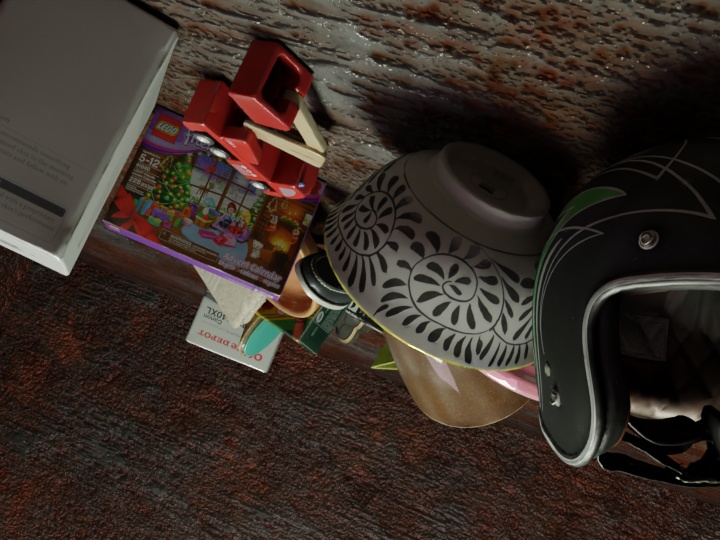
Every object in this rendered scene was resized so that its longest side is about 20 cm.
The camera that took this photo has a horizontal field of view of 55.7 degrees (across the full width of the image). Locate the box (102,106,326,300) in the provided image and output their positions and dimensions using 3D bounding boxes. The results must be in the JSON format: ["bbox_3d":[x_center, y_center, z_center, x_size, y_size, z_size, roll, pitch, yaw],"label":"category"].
[{"bbox_3d":[-0.153,-0.070,0.734,0.198,0.138,0.039,23,166,-8],"label":"box"}]

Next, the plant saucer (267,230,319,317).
[{"bbox_3d":[-0.113,-0.032,0.880,0.200,0.037,0.201,37,148,28],"label":"plant saucer"}]

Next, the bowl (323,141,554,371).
[{"bbox_3d":[0.081,-0.032,0.510,0.199,0.202,0.095,23,127,-6],"label":"bowl"}]

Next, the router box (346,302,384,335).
[{"bbox_3d":[0.013,0.061,1.107,0.148,0.051,0.200,32,176,-18],"label":"router box"}]

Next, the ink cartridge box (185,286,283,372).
[{"bbox_3d":[-0.183,0.051,1.134,0.144,0.202,0.083,22,176,-5],"label":"ink cartridge box"}]

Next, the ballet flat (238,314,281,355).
[{"bbox_3d":[-0.128,0.045,1.073,0.065,0.200,0.071,41,173,30],"label":"ballet flat"}]

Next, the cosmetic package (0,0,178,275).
[{"bbox_3d":[-0.261,-0.116,0.578,0.122,0.202,0.199,28,166,-18],"label":"cosmetic package"}]

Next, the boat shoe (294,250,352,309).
[{"bbox_3d":[0.000,0.000,0.796,0.060,0.076,0.199,-33,166,26],"label":"boat shoe"}]

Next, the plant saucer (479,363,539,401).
[{"bbox_3d":[0.151,0.026,0.605,0.199,0.201,0.051,23,125,-5],"label":"plant saucer"}]

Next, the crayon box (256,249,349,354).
[{"bbox_3d":[-0.103,0.022,0.994,0.199,0.128,0.051,26,167,43],"label":"crayon box"}]

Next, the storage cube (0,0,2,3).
[{"bbox_3d":[-0.425,-0.187,0.638,0.178,0.173,0.200,23,167,-13],"label":"storage cube"}]

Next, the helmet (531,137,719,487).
[{"bbox_3d":[0.194,0.019,0.398,0.198,0.193,0.200,8,-164,-2],"label":"helmet"}]

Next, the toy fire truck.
[{"bbox_3d":[-0.076,-0.120,0.599,0.140,0.049,0.200,14,165,32],"label":"toy fire truck"}]

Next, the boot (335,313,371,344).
[{"bbox_3d":[-0.050,0.076,1.358,0.137,0.078,0.200,28,154,-8],"label":"boot"}]

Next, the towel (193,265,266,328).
[{"bbox_3d":[-0.171,-0.005,0.914,0.133,0.034,0.200,56,150,4],"label":"towel"}]

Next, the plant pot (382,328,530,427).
[{"bbox_3d":[0.095,0.042,0.756,0.186,0.188,0.200,11,149,41],"label":"plant pot"}]

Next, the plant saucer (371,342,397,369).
[{"bbox_3d":[0.147,0.103,0.971,0.199,0.048,0.199,11,157,-44],"label":"plant saucer"}]
